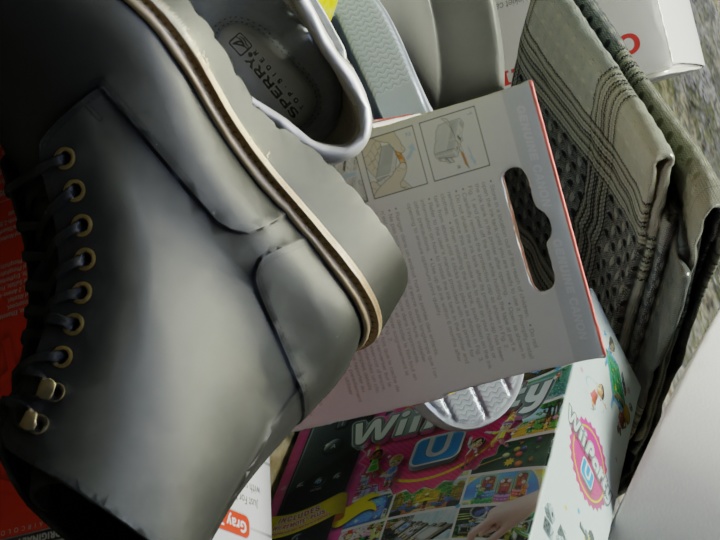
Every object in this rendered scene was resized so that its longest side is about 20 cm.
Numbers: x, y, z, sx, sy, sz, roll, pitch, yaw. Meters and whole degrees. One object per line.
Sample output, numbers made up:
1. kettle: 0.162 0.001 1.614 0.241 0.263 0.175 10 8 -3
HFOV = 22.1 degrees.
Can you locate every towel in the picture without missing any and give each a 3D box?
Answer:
1. towel: 0.108 -0.020 0.911 0.201 0.034 0.194 -116 -152 -45

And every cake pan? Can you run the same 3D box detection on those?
1. cake pan: 0.014 -0.148 0.919 0.200 0.036 0.202 42 41 -50

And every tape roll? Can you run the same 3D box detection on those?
1. tape roll: 0.167 0.109 0.871 0.203 0.070 0.203 -58 164 -26

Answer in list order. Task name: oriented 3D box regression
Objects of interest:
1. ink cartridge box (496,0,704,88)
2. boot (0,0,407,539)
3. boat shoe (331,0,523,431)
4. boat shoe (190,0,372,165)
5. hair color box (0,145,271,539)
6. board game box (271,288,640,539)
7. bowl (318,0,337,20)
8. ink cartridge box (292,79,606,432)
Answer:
1. ink cartridge box: 0.106 -0.194 1.091 0.084 0.145 0.202 -12 89 -64
2. boot: -0.088 -0.010 0.533 0.200 0.077 0.139 40 57 -11
3. boat shoe: 0.017 -0.028 0.798 0.067 0.073 0.202 141 -68 -78
4. boat shoe: -0.065 -0.109 0.578 0.200 0.069 0.071 42 81 -21
5. hair color box: -0.081 0.028 0.626 0.101 0.061 0.202 32 48 -52
6. board game box: 0.032 0.107 0.798 0.065 0.146 0.201 59 30 -25
7. bowl: -0.066 -0.169 0.695 0.200 0.108 0.200 45 11 -12
8. ink cartridge box: 0.000 0.000 0.728 0.050 0.198 0.110 -19 94 -62
